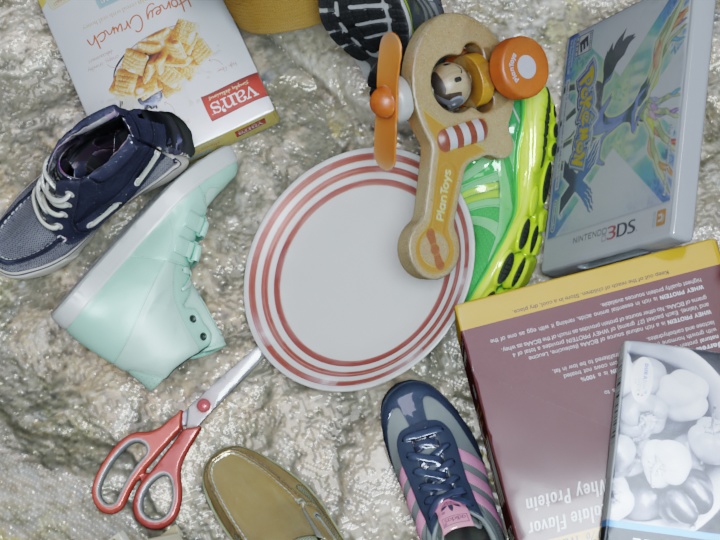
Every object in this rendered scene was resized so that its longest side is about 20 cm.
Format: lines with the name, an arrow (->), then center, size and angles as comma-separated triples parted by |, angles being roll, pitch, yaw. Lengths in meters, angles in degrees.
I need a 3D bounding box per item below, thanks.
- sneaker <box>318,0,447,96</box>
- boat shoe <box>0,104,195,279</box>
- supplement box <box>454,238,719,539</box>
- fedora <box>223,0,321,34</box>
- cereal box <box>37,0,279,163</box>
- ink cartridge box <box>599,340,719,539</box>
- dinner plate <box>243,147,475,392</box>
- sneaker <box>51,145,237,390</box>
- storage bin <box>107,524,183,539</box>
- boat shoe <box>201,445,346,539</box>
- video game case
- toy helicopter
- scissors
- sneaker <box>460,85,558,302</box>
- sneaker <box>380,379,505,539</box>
sneaker -> 0.024, -0.197, 1.318 | 0.074, 0.200, 0.081 | 5, 63, 20
boat shoe -> -0.230, -0.064, 1.322 | 0.200, 0.093, 0.075 | -37, 73, 16
supplement box -> 0.188, 0.109, 1.254 | 0.197, 0.133, 0.201 | -15, 76, 1
fedora -> -0.059, -0.243, 1.358 | 0.200, 0.082, 0.201 | -10, 32, 6
cereal box -> -0.170, -0.182, 1.398 | 0.144, 0.040, 0.200 | -25, 76, -1
ink cartridge box -> 0.264, 0.158, 1.146 | 0.199, 0.043, 0.199 | 7, 79, 4
dinner plate -> 0.000, 0.000, 1.326 | 0.200, 0.024, 0.201 | -10, 65, 23
sneaker -> -0.138, 0.002, 1.346 | 0.118, 0.074, 0.201 | 43, 69, -10
storage bin -> -0.169, 0.321, 1.227 | 0.198, 0.094, 0.200 | -39, 76, 17
boat shoe -> -0.046, 0.206, 1.278 | 0.200, 0.076, 0.072 | 43, 84, 13
video game case -> 0.200, -0.105, 1.286 | 0.022, 0.182, 0.201 | 14, 76, -22
toy helicopter -> 0.056, -0.094, 1.259 | 0.132, 0.079, 0.201 | 15, 80, -33
scissors -> -0.136, 0.111, 1.340 | 0.073, 0.014, 0.200 | 29, 82, 12
sneaker -> 0.102, -0.054, 1.339 | 0.083, 0.074, 0.201 | 7, 74, 24
sneaker -> 0.068, 0.170, 1.275 | 0.070, 0.082, 0.201 | -23, 76, -1
